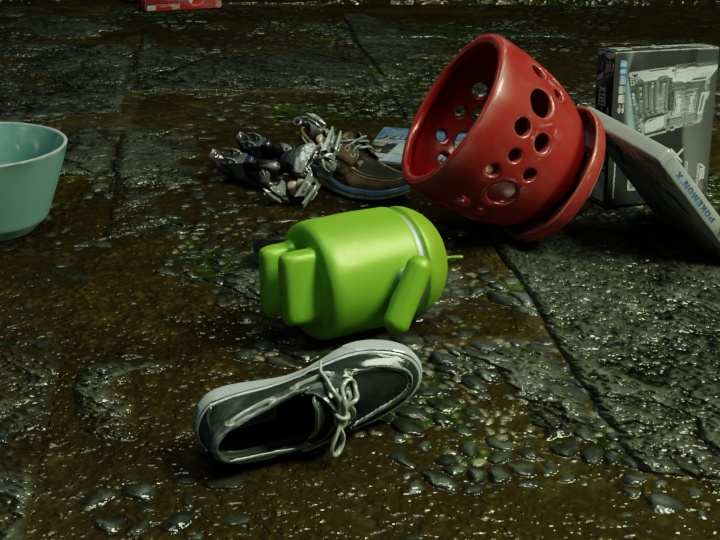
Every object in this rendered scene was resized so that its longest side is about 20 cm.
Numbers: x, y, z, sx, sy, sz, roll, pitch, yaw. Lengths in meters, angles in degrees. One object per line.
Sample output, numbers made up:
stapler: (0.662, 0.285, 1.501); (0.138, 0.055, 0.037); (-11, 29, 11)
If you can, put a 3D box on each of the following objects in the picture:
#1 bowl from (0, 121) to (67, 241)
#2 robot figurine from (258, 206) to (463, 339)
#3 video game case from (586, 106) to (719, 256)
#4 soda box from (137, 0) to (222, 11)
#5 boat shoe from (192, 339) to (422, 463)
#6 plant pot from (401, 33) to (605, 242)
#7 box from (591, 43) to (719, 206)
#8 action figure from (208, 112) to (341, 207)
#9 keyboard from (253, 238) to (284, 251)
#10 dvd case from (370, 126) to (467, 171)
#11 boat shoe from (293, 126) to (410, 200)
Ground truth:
bowl: (-0.444, -0.100, 1.420); (0.198, 0.106, 0.201); (2, 21, -1)
robot figurine: (0.000, 0.000, 1.183); (0.198, 0.117, 0.175); (-11, 13, -30)
video game case: (0.356, -0.102, 1.426); (0.022, 0.182, 0.200); (-43, 27, 2)
soda box: (-0.435, -0.665, 2.901); (0.198, 0.064, 0.070); (-9, 24, -27)
boat shoe: (-0.033, 0.108, 0.963); (0.197, 0.075, 0.068); (-8, 19, -22)
plant pot: (0.172, -0.147, 1.415); (0.181, 0.202, 0.201); (28, 12, -23)
box: (0.384, -0.192, 1.578); (0.156, 0.203, 0.050); (-5, 18, -18)
action figure: (-0.103, -0.145, 1.580); (0.198, 0.070, 0.131); (8, 51, 43)
keyboard: (-0.020, -0.023, 1.329); (0.197, 0.021, 0.127); (1, -5, 2)
dvd case: (0.084, -0.174, 1.762); (0.141, 0.018, 0.200); (6, 21, 10)
boat shoe: (-0.018, -0.146, 1.608); (0.198, 0.073, 0.072); (18, 26, 35)
